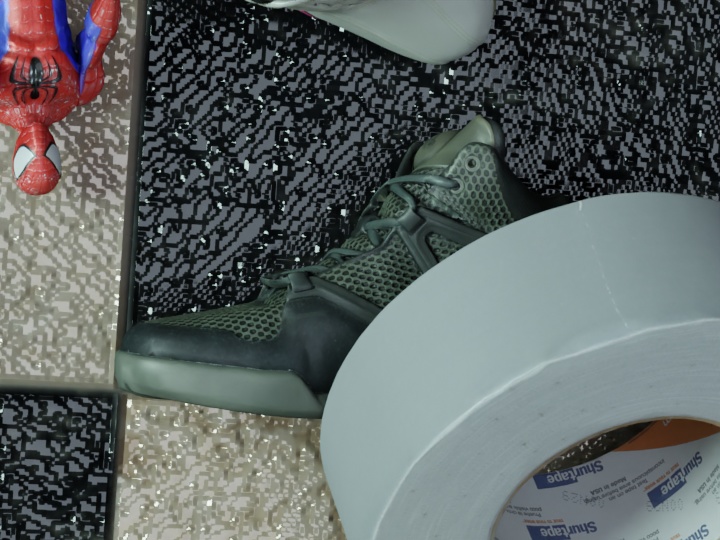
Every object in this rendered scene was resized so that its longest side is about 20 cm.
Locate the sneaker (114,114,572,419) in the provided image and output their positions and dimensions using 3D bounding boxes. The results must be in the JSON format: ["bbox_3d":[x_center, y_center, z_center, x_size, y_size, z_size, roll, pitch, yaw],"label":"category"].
[{"bbox_3d":[0.000,0.000,0.839,0.197,0.076,0.115,-4,94,-15],"label":"sneaker"}]

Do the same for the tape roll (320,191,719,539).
[{"bbox_3d":[0.088,0.067,0.809,0.198,0.066,0.201,-11,138,-11],"label":"tape roll"}]

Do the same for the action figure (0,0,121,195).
[{"bbox_3d":[-0.121,-0.126,0.791,0.065,0.099,0.202,-5,98,-15],"label":"action figure"}]

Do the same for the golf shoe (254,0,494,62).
[{"bbox_3d":[-0.026,-0.121,0.786,0.199,0.072,0.093,32,45,-36],"label":"golf shoe"}]
